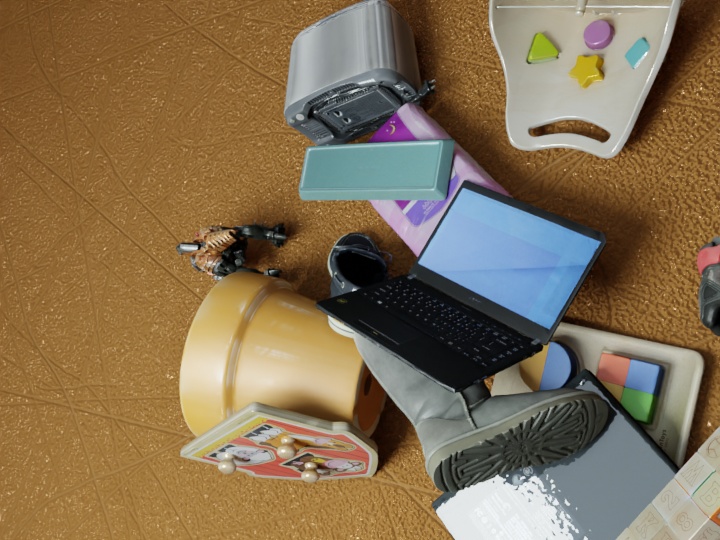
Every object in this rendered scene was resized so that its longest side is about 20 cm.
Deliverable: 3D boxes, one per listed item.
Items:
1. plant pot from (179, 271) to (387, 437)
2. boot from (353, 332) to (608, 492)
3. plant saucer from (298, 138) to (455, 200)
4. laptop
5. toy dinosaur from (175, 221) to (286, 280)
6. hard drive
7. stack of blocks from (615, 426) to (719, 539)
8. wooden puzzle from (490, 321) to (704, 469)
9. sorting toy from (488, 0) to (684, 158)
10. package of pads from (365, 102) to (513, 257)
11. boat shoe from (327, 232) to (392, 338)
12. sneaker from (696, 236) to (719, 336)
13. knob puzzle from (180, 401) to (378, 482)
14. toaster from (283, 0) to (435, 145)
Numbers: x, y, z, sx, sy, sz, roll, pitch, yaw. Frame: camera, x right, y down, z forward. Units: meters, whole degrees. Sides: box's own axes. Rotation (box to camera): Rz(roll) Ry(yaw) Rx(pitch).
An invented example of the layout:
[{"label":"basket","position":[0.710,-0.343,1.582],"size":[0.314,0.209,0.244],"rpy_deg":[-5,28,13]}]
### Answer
[{"label":"plant pot","position":[-0.070,0.113,0.841],"size":[0.183,0.200,0.200],"rpy_deg":[10,82,19]},{"label":"boot","position":[0.104,0.097,0.700],"size":[0.182,0.073,0.200],"rpy_deg":[-12,32,-10]},{"label":"plant saucer","position":[0.011,-0.116,0.854],"size":[0.200,0.019,0.070],"rpy_deg":[4,79,35]},{"label":"laptop","position":[0.092,0.003,0.694],"size":[0.177,0.200,0.103],"rpy_deg":[28,122,40]},{"label":"toy dinosaur","position":[-0.169,-0.018,0.960],"size":[0.200,0.136,0.102],"rpy_deg":[-131,51,-75]},{"label":"hard drive","position":[0.180,0.207,0.680],"size":[0.200,0.033,0.140],"rpy_deg":[-45,60,12]},{"label":"stack of blocks","position":[0.277,0.242,0.603],"size":[0.200,0.115,0.059],"rpy_deg":[-52,13,10]},{"label":"wooden puzzle","position":[0.209,0.146,0.723],"size":[0.200,0.046,0.185],"rpy_deg":[11,83,35]},{"label":"sorting toy","position":[0.231,-0.211,0.785],"size":[0.200,0.107,0.180],"rpy_deg":[14,92,35]},{"label":"package of pads","position":[0.082,-0.090,0.857],"size":[0.121,0.076,0.200],"rpy_deg":[-45,57,12]},{"label":"boat shoe","position":[0.000,0.000,0.839],"size":[0.075,0.200,0.062],"rpy_deg":[15,117,-4]},{"label":"sneaker","position":[0.368,0.023,0.609],"size":[0.200,0.071,0.098],"rpy_deg":[1,64,53]},{"label":"knob puzzle","position":[-0.069,0.204,0.801],"size":[0.220,0.220,0.030],"rpy_deg":[-18,52,28]},{"label":"toaster","position":[-0.004,-0.250,0.937],"size":[0.200,0.114,0.129],"rpy_deg":[-16,66,31]}]
